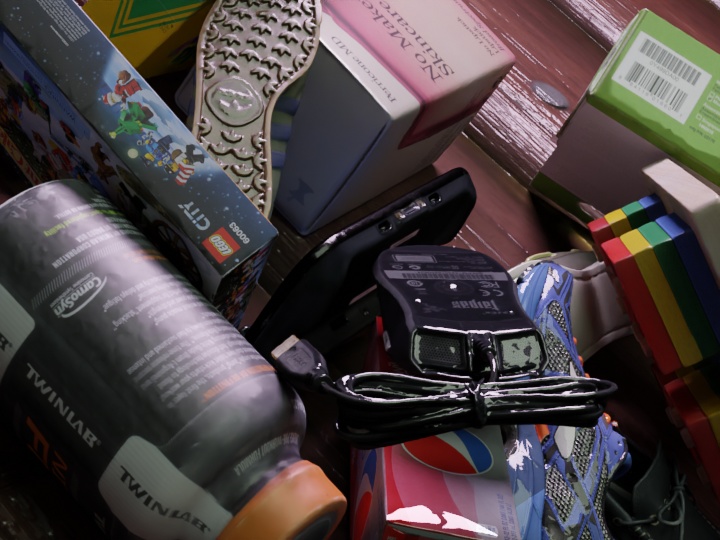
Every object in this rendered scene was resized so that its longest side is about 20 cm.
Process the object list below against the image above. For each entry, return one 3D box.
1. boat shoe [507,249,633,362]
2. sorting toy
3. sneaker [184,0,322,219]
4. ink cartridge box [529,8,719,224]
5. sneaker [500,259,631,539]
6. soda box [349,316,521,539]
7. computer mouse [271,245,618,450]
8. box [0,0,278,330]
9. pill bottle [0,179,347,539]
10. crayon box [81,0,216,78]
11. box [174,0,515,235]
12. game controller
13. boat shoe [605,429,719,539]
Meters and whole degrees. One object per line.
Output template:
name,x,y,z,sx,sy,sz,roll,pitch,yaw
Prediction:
boat shoe,0.121,0.025,0.973,0.201,0.060,0.073,-14,95,-45
sorting toy,0.203,0.047,0.902,0.200,0.069,0.200,-75,140,-80
sneaker,-0.074,-0.079,0.875,0.067,0.090,0.201,16,58,-9
ink cartridge box,0.213,-0.078,1.068,0.147,0.200,0.076,33,75,2
sneaker,0.102,0.086,0.797,0.078,0.075,0.201,9,60,-6
soda box,0.031,0.099,0.741,0.063,0.070,0.200,12,23,-6
computer mouse,0.022,0.040,0.720,0.139,0.046,0.200,-2,21,-15
box,-0.129,-0.055,0.763,0.038,0.137,0.200,-38,81,-24
pill bottle,-0.097,0.060,0.688,0.200,0.107,0.106,44,33,18
crayon box,-0.069,-0.205,0.985,0.058,0.172,0.200,50,23,3
box,-0.005,-0.128,1.017,0.128,0.109,0.200,45,33,7
game controller,0.000,0.000,0.858,0.042,0.105,0.200,35,31,15
boat shoe,0.158,0.132,0.854,0.200,0.062,0.075,37,30,6
